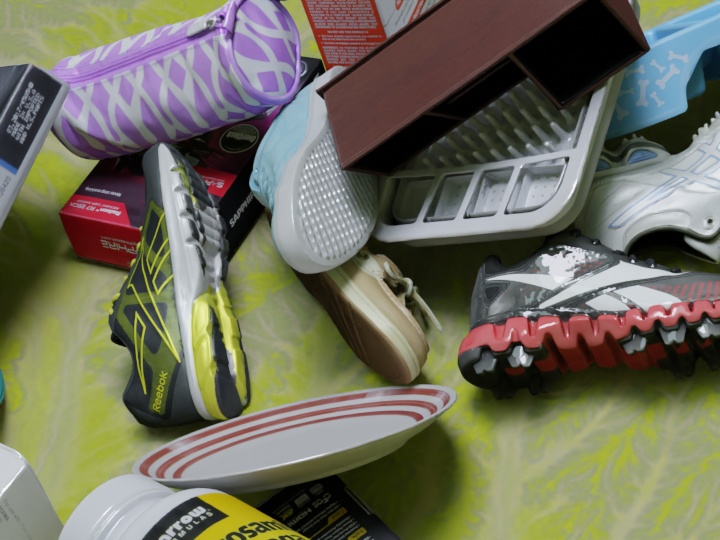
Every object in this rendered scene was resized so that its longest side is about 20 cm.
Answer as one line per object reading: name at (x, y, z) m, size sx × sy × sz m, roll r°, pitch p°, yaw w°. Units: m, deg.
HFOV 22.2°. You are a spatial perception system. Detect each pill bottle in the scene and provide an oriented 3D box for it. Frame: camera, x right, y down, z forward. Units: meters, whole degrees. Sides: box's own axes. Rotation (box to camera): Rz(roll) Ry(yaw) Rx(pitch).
pill bottle at (-0.065, 0.183, 0.953) m, size 0.199 × 0.113 × 0.113 m, roll 23°, pitch 57°, yaw 36°

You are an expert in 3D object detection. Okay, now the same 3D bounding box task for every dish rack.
dish rack at (0.100, -0.099, 1.193) m, size 0.171 × 0.043 × 0.202 m, roll -5°, pitch 57°, yaw 43°

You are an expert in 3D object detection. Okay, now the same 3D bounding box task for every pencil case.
pencil case at (-0.132, -0.134, 1.281) m, size 0.199 × 0.085 × 0.085 m, roll -16°, pitch 65°, yaw 37°

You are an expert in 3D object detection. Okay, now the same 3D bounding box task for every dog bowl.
dog bowl at (0.224, -0.145, 1.247) m, size 0.198 × 0.050 × 0.111 m, roll -25°, pitch 9°, yaw -10°

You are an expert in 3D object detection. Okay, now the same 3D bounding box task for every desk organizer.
desk organizer at (0.075, -0.125, 1.148) m, size 0.199 × 0.072 × 0.077 m, roll -34°, pitch 43°, yaw 20°

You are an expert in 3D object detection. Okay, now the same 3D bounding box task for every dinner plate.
dinner plate at (-0.037, 0.103, 1.093) m, size 0.198 × 0.025 × 0.200 m, roll -14°, pitch 4°, yaw 1°

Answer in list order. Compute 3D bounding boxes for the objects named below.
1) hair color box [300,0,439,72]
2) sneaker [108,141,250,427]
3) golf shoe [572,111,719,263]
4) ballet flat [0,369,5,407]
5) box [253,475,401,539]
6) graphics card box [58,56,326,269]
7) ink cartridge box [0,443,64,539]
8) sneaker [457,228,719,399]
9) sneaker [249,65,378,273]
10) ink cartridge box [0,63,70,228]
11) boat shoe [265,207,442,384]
hair color box at (0.017, -0.179, 1.294) m, size 0.063 × 0.201 × 0.111 m, roll 4°, pitch 47°, yaw 24°
sneaker at (-0.133, 0.010, 1.218) m, size 0.084 × 0.074 × 0.202 m, roll -17°, pitch 66°, yaw 14°
golf shoe at (0.234, -0.049, 1.191) m, size 0.198 × 0.078 × 0.098 m, roll -18°, pitch 62°, yaw 7°
ballet flat at (-0.288, 0.054, 1.286) m, size 0.075 × 0.068 × 0.201 m, roll -36°, pitch 35°, yaw 15°
box at (-0.051, 0.218, 1.030) m, size 0.199 × 0.050 × 0.160 m, roll -36°, pitch 47°, yaw -16°
graphics card box at (-0.118, -0.084, 1.360) m, size 0.124 × 0.051 × 0.201 m, roll 12°, pitch 51°, yaw 31°
ink cartridge box at (-0.297, 0.192, 1.124) m, size 0.146 × 0.083 × 0.200 m, roll 17°, pitch 55°, yaw 34°
sneaker at (0.156, 0.017, 1.126) m, size 0.198 × 0.071 × 0.099 m, roll -8°, pitch 62°, yaw 15°
sneaker at (-0.037, -0.052, 1.208) m, size 0.082 × 0.074 × 0.201 m, roll -34°, pitch 22°, yaw 28°
ink cartridge box at (-0.304, -0.051, 1.303) m, size 0.199 × 0.047 × 0.199 m, roll 4°, pitch 67°, yaw 53°
boat shoe at (0.000, 0.000, 1.213) m, size 0.062 × 0.074 × 0.200 m, roll -28°, pitch 41°, yaw -10°
